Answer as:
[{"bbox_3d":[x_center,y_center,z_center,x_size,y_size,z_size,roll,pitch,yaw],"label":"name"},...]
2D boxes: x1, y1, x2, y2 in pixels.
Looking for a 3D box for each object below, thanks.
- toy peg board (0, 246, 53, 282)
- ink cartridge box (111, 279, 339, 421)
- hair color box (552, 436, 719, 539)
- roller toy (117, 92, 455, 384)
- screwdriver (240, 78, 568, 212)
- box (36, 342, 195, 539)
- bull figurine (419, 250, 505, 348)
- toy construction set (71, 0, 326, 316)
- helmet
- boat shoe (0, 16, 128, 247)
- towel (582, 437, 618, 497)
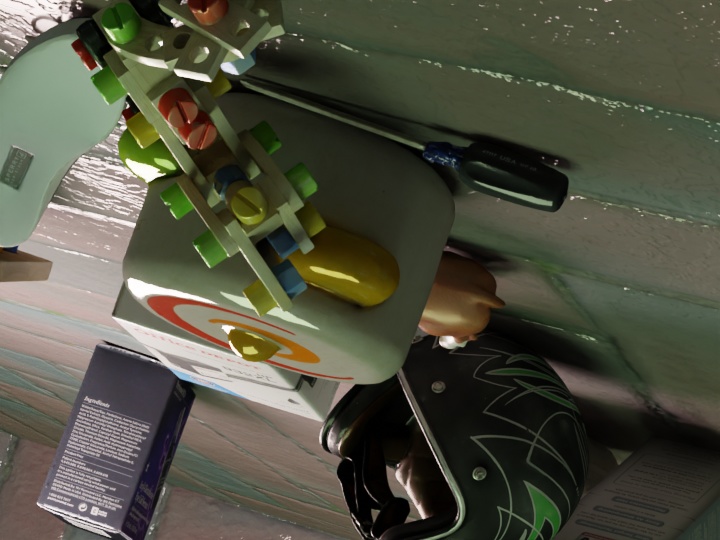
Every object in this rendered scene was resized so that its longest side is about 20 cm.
[{"bbox_3d":[-0.355,-0.066,1.646,0.200,0.098,0.199,19,-177,8],"label":"toy peg board"},{"bbox_3d":[-0.101,0.048,1.702,0.145,0.084,0.200,17,167,16],"label":"ink cartridge box"},{"bbox_3d":[0.235,0.211,1.670,0.099,0.061,0.200,11,-153,34],"label":"hair color box"},{"bbox_3d":[-0.043,-0.011,1.238,0.200,0.140,0.182,13,166,27],"label":"roller toy"},{"bbox_3d":[0.021,-0.071,1.148,0.200,0.029,0.028,16,167,14],"label":"screwdriver"},{"bbox_3d":[-0.277,0.202,2.354,0.104,0.200,0.148,18,168,8],"label":"box"},{"bbox_3d":[0.000,0.000,1.398,0.200,0.065,0.121,21,171,3],"label":"bull figurine"},{"bbox_3d":[-0.081,-0.078,1.067,0.131,0.092,0.200,54,163,37],"label":"toy construction set"},{"bbox_3d":[0.080,0.139,1.575,0.200,0.200,0.191,27,122,-30],"label":"helmet"},{"bbox_3d":[-0.181,-0.100,1.240,0.075,0.086,0.202,27,137,-9],"label":"boat shoe"},{"bbox_3d":[0.185,0.177,1.781,0.200,0.034,0.133,30,-154,-43],"label":"towel"}]
